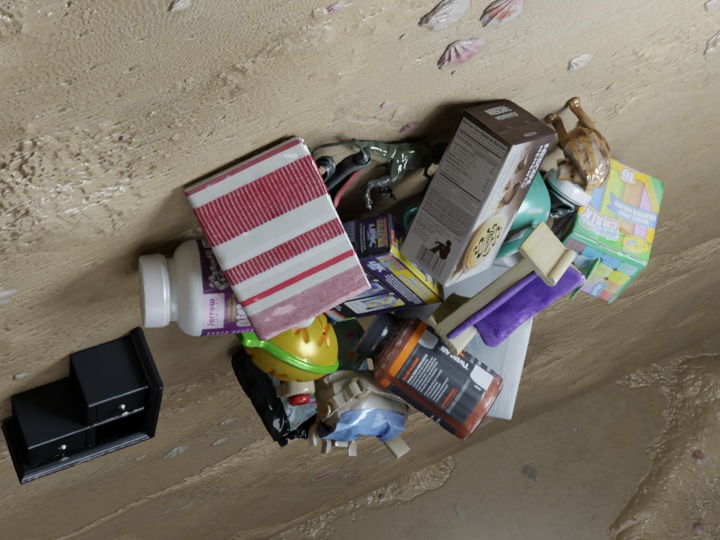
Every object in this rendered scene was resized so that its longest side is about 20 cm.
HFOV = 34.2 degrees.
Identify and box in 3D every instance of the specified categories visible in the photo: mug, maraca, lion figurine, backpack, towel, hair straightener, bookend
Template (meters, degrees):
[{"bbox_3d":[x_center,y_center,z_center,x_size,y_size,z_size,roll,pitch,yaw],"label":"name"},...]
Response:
[{"bbox_3d":[0.163,-0.074,1.557,0.185,0.115,0.151,-36,158,28],"label":"mug"},{"bbox_3d":[-0.112,0.085,1.564,0.199,0.137,0.108,23,105,-35],"label":"maraca"},{"bbox_3d":[0.297,-0.146,1.530,0.072,0.123,0.200,-32,161,18],"label":"lion figurine"},{"bbox_3d":[-0.079,0.147,1.777,0.199,0.168,0.127,-28,157,-13],"label":"backpack"},{"bbox_3d":[-0.089,-0.033,1.292,0.143,0.201,0.023,-25,-155,-1],"label":"towel"},{"bbox_3d":[-0.050,-0.093,1.325,0.076,0.041,0.200,3,159,-28],"label":"hair straightener"},{"bbox_3d":[-0.377,0.184,1.578,0.197,0.093,0.200,-17,158,-23],"label":"bookend"}]

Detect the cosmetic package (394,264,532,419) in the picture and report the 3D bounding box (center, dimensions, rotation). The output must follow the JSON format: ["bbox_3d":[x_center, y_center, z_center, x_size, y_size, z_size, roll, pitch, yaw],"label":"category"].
[{"bbox_3d":[0.145,0.096,1.736,0.198,0.123,0.201,10,129,6],"label":"cosmetic package"}]

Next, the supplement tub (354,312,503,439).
[{"bbox_3d":[0.091,0.137,1.622,0.107,0.199,0.107,-55,178,-3],"label":"supplement tub"}]

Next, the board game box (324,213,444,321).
[{"bbox_3d":[0.000,0.000,1.520,0.164,0.057,0.200,-12,157,19],"label":"board game box"}]

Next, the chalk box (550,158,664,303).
[{"bbox_3d":[0.346,-0.045,1.698,0.123,0.201,0.125,23,149,-4],"label":"chalk box"}]

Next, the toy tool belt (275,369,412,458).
[{"bbox_3d":[-0.018,0.207,1.658,0.198,0.124,0.125,4,159,-34],"label":"toy tool belt"}]

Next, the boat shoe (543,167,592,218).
[{"bbox_3d":[0.273,-0.099,1.617,0.057,0.068,0.200,-56,178,6],"label":"boat shoe"}]

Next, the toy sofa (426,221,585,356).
[{"bbox_3d":[0.190,0.037,1.521,0.200,0.098,0.083,-40,180,39],"label":"toy sofa"}]

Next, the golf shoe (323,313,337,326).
[{"bbox_3d":[-0.043,0.050,1.686,0.199,0.078,0.088,-29,168,12],"label":"golf shoe"}]

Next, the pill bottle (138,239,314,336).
[{"bbox_3d":[-0.157,0.018,1.367,0.198,0.113,0.112,-4,156,-14],"label":"pill bottle"}]

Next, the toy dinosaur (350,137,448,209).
[{"bbox_3d":[0.037,-0.120,1.387,0.199,0.048,0.089,-1,132,-47],"label":"toy dinosaur"}]

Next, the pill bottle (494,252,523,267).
[{"bbox_3d":[0.170,0.024,1.825,0.200,0.114,0.113,-39,157,33],"label":"pill bottle"}]

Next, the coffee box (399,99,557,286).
[{"bbox_3d":[0.140,-0.093,1.400,0.113,0.080,0.201,-19,140,-52],"label":"coffee box"}]
